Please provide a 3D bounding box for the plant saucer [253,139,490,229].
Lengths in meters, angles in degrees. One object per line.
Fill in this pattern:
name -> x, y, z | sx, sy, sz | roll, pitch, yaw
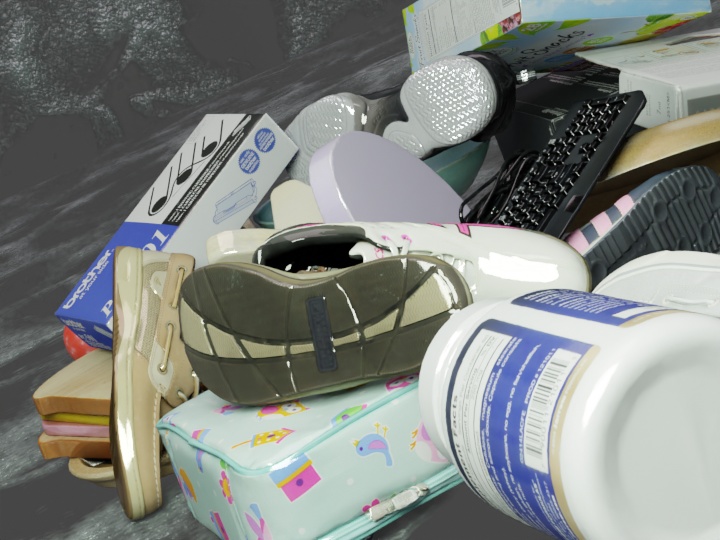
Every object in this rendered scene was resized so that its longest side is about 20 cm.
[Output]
plant saucer -> 0.014, -0.061, 1.431 | 0.198, 0.036, 0.200 | -20, 13, 5

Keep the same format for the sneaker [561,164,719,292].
sneaker -> 0.155, -0.010, 1.173 | 0.199, 0.071, 0.082 | -32, 18, -35

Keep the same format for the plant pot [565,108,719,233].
plant pot -> 0.203, -0.070, 1.247 | 0.198, 0.028, 0.200 | -18, -10, -3

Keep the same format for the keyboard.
keyboard -> 0.099, -0.044, 1.161 | 0.104, 0.040, 0.201 | -13, 37, 57

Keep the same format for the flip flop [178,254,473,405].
flip flop -> -0.019, 0.028, 1.010 | 0.199, 0.082, 0.057 | -9, -1, 33

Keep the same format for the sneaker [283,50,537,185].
sneaker -> 0.040, -0.111, 1.371 | 0.199, 0.076, 0.114 | -18, 1, 37

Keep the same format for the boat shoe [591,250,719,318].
boat shoe -> 0.183, 0.038, 0.964 | 0.068, 0.073, 0.199 | -34, 25, -34

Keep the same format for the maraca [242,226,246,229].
maraca -> -0.138, 0.016, 1.479 | 0.106, 0.139, 0.200 | 1, -7, -27

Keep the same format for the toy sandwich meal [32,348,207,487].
toy sandwich meal -> -0.140, 0.086, 1.324 | 0.204, 0.071, 0.205 | -23, 13, 6

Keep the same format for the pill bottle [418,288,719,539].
pill bottle -> 0.106, 0.068, 0.856 | 0.115, 0.116, 0.200 | -28, 14, -16

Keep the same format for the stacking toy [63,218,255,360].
stacking toy -> -0.182, 0.018, 1.658 | 0.199, 0.086, 0.085 | -31, 14, -11

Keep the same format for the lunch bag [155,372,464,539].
lunch bag -> -0.018, 0.097, 1.051 | 0.159, 0.078, 0.200 | -24, 14, -20

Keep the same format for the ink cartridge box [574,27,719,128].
ink cartridge box -> 0.284, -0.147, 1.373 | 0.198, 0.044, 0.173 | -11, 16, -17

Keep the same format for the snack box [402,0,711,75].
snack box -> 0.148, -0.203, 1.428 | 0.167, 0.068, 0.200 | -6, -6, -24

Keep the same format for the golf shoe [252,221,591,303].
golf shoe -> 0.033, 0.008, 1.058 | 0.198, 0.073, 0.092 | 1, -2, 20

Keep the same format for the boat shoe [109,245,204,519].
boat shoe -> -0.136, 0.071, 1.229 | 0.064, 0.202, 0.071 | 2, -30, -10

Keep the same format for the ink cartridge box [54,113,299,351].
ink cartridge box -> -0.137, -0.029, 1.363 | 0.094, 0.044, 0.201 | 5, 56, 56

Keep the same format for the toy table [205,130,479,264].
toy table -> 0.000, 0.000, 1.220 | 0.117, 0.200, 0.185 | -28, 41, 26

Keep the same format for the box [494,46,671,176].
box -> 0.202, -0.128, 1.529 | 0.140, 0.079, 0.200 | -22, 13, -8
